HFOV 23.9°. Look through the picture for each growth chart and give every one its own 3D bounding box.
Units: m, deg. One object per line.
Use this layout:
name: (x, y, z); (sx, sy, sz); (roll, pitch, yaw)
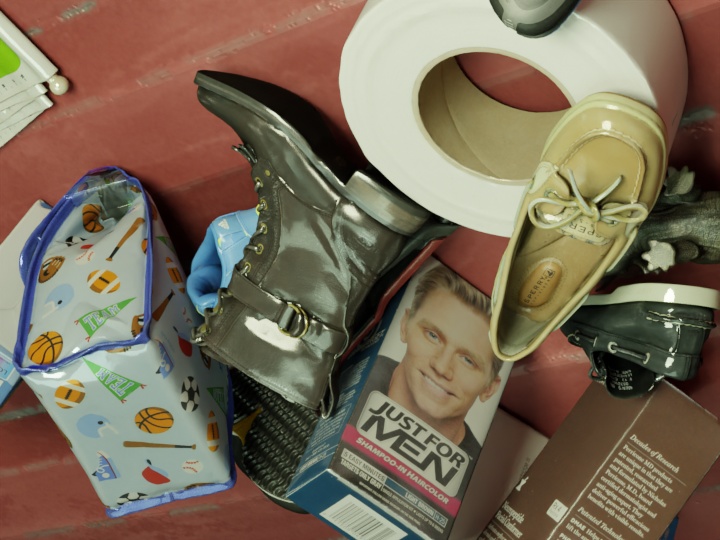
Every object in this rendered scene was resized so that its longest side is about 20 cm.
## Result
growth chart: (-0.299, -0.137, 1.233); (0.145, 0.018, 0.200); (39, 138, -16)

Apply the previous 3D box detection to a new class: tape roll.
tape roll: (0.091, -0.112, 1.015); (0.202, 0.071, 0.203); (14, 139, 13)

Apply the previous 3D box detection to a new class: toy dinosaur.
toy dinosaur: (0.225, -0.025, 1.046); (0.199, 0.102, 0.077); (-1, 91, 13)

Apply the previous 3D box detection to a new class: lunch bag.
lunch bag: (-0.168, 0.046, 1.228); (0.123, 0.200, 0.170); (-13, 132, 9)

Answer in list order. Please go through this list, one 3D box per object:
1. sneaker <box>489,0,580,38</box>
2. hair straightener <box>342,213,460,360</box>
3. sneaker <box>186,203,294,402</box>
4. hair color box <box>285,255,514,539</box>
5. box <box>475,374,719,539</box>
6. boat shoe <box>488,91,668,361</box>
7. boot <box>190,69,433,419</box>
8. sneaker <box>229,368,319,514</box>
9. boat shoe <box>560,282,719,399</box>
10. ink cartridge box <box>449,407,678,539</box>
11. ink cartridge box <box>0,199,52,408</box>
sneaker: (0.102, -0.209, 0.855); (0.071, 0.083, 0.200); (24, 123, 9)
hair straightener: (0.000, 0.000, 1.154); (0.077, 0.041, 0.200); (30, 118, -34)
sneaker: (-0.076, 0.024, 1.224); (0.105, 0.076, 0.201); (-13, 131, -17)
hair color box: (0.035, 0.094, 1.171); (0.100, 0.200, 0.060); (36, 140, -14)
box: (0.158, 0.163, 1.174); (0.075, 0.200, 0.100); (38, 177, -14)
boat shoe: (0.124, -0.020, 0.993); (0.073, 0.063, 0.200); (22, 140, 5)
boot: (-0.064, -0.017, 1.115); (0.200, 0.069, 0.174); (37, 109, 13)
sneaker: (-0.055, 0.146, 1.329); (0.090, 0.070, 0.200); (53, 170, -31)
boat shoe: (0.175, 0.050, 1.096); (0.074, 0.066, 0.199); (7, 172, -16)
ink cartridge box: (0.126, 0.211, 1.299); (0.200, 0.146, 0.084); (31, 143, -7)
ink cartridge box: (-0.288, 0.053, 1.345); (0.076, 0.137, 0.200); (38, 140, -8)
